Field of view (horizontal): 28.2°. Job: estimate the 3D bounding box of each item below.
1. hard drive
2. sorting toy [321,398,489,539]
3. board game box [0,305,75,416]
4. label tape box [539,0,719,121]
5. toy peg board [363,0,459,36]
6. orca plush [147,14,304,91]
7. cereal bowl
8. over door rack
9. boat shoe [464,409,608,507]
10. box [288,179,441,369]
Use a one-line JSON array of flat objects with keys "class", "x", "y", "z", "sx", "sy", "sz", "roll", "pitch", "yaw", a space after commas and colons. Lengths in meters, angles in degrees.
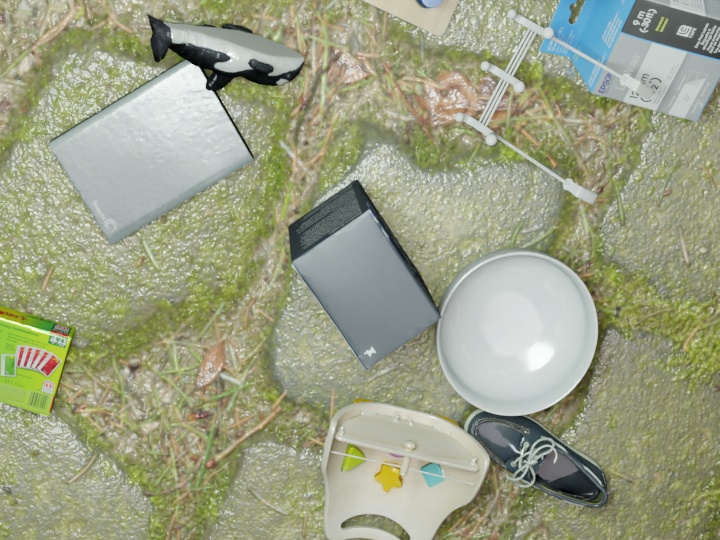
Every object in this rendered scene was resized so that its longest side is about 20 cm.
[{"class": "hard drive", "x": -0.244, "y": -0.140, "z": 1.674, "sx": 0.198, "sy": 0.033, "sz": 0.141, "roll": -30, "pitch": 103, "yaw": 3}, {"class": "sorting toy", "x": 0.035, "y": 0.266, "z": 1.761, "sx": 0.197, "sy": 0.107, "sz": 0.182, "roll": 14, "pitch": 109, "yaw": -8}, {"class": "board game box", "x": -0.450, "y": 0.093, "z": 1.705, "sx": 0.198, "sy": 0.048, "sz": 0.103, "roll": 17, "pitch": 101, "yaw": -8}, {"class": "label tape box", "x": 0.320, "y": -0.264, "z": 1.639, "sx": 0.197, "sy": 0.067, "sz": 0.144, "roll": 12, "pitch": 136, "yaw": -8}, {"class": "toy peg board", "x": 0.049, "y": -0.392, "z": 1.605, "sx": 0.197, "sy": 0.098, "sz": 0.202, "roll": 24, "pitch": 101, "yaw": -9}, {"class": "orca plush", "x": -0.157, "y": -0.228, "z": 1.615, "sx": 0.105, "sy": 0.199, "sz": 0.072, "roll": 41, "pitch": 118, "yaw": 31}, {"class": "cereal bowl", "x": 0.182, "y": 0.067, "z": 1.728, "sx": 0.197, "sy": 0.083, "sz": 0.203, "roll": -1, "pitch": 103, "yaw": -5}, {"class": "over door rack", "x": 0.212, "y": -0.192, "z": 1.630, "sx": 0.199, "sy": 0.066, "sz": 0.149, "roll": 36, "pitch": 105, "yaw": 28}, {"class": "boat shoe", "x": 0.220, "y": 0.237, "z": 1.780, "sx": 0.199, "sy": 0.062, "sz": 0.075, "roll": 33, "pitch": 101, "yaw": -10}, {"class": "box", "x": 0.000, "y": 0.000, "z": 1.639, "sx": 0.106, "sy": 0.200, "sz": 0.149, "roll": -33, "pitch": 104, "yaw": 4}]
